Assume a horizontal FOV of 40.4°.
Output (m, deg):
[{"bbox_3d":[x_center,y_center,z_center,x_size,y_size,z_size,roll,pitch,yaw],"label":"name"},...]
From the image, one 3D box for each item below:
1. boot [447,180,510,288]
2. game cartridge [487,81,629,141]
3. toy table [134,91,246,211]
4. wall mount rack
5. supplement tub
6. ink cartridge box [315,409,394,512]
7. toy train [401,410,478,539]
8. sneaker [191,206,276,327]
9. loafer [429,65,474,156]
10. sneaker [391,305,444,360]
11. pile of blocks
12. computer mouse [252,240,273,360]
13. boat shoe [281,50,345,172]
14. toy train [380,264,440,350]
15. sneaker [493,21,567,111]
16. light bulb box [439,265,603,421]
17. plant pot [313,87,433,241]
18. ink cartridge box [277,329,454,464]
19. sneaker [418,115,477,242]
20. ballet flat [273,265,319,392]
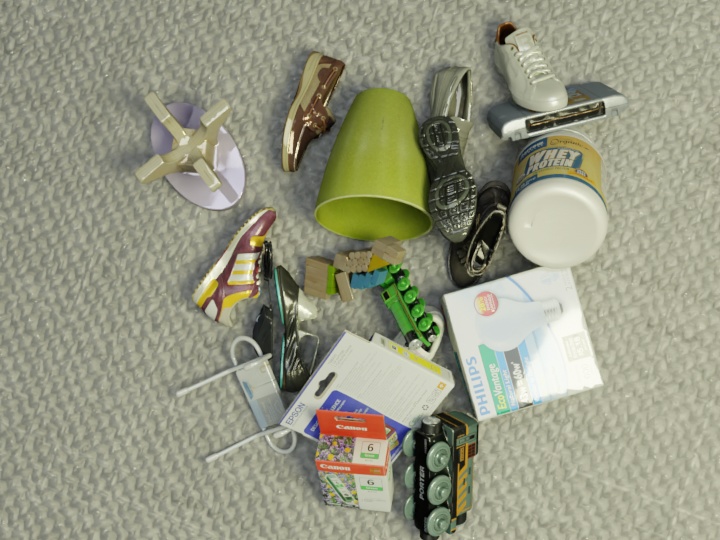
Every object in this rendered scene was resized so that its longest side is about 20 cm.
[{"bbox_3d":[0.173,-0.034,1.467,0.068,0.175,0.203,19,115,2],"label":"boot"},{"bbox_3d":[0.300,-0.249,1.518,0.196,0.134,0.042,-14,115,0],"label":"game cartridge"},{"bbox_3d":[-0.269,-0.193,1.562,0.199,0.117,0.185,40,89,7],"label":"toy table"},{"bbox_3d":[-0.190,0.214,1.542,0.172,0.074,0.203,-23,92,33],"label":"wall mount rack"},{"bbox_3d":[0.295,-0.116,1.459,0.142,0.201,0.147,6,127,8],"label":"supplement tub"},{"bbox_3d":[-0.010,0.288,1.466,0.107,0.202,0.051,3,49,10],"label":"ink cartridge box"},{"bbox_3d":[0.126,0.310,1.485,0.113,0.085,0.204,-13,109,-35],"label":"toy train"},{"bbox_3d":[-0.181,-0.006,1.569,0.090,0.075,0.201,37,95,-2],"label":"sneaker"},{"bbox_3d":[0.144,-0.225,1.551,0.069,0.069,0.204,-2,84,48],"label":"loafer"},{"bbox_3d":[0.061,0.140,1.519,0.074,0.100,0.201,35,89,-6],"label":"sneaker"},{"bbox_3d":[0.000,0.000,1.532,0.198,0.062,0.084,-14,91,38],"label":"pile of blocks"},{"bbox_3d":[-0.153,0.049,1.537,0.033,0.059,0.204,1,107,-5],"label":"computer mouse"},{"bbox_3d":[-0.074,-0.251,1.578,0.071,0.072,0.203,16,81,6],"label":"boat shoe"},{"bbox_3d":[0.064,0.044,1.506,0.056,0.042,0.201,-36,46,12],"label":"toy train"},{"bbox_3d":[0.252,-0.316,1.496,0.072,0.086,0.201,-20,42,-9],"label":"sneaker"},{"bbox_3d":[0.241,0.106,1.498,0.197,0.125,0.202,-16,85,2],"label":"light bulb box"},{"bbox_3d":[0.029,-0.172,1.520,0.183,0.188,0.204,4,72,4],"label":"plant pot"},{"bbox_3d":[0.007,0.192,1.478,0.198,0.047,0.199,29,114,-16],"label":"ink cartridge box"},{"bbox_3d":[0.137,-0.129,1.461,0.075,0.091,0.203,-9,64,10],"label":"sneaker"},{"bbox_3d":[-0.101,0.091,1.558,0.067,0.068,0.204,-3,95,-6],"label":"ballet flat"}]
